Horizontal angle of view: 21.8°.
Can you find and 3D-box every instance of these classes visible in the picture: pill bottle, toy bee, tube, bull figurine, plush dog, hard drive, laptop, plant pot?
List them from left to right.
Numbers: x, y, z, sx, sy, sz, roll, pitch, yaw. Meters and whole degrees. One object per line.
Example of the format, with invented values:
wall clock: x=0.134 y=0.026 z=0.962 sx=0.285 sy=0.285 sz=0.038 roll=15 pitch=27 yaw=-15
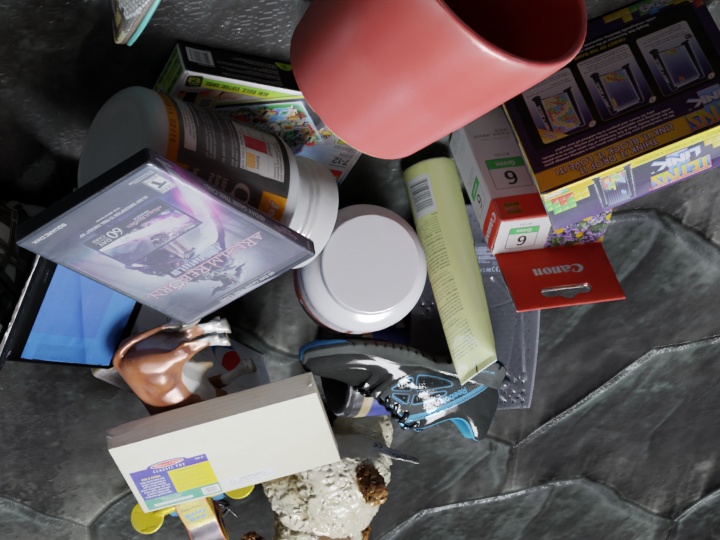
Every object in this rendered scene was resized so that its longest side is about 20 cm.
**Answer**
laptop: x=-0.239 y=0.031 z=1.591 sx=0.103 sy=0.200 sz=0.178 roll=22 pitch=109 yaw=-7
bull figurine: x=-0.157 y=0.112 z=1.746 sx=0.121 sy=0.065 sz=0.200 roll=-25 pitch=145 yaw=2
toy bee: x=-0.164 y=0.253 z=1.986 sx=0.131 sy=0.109 sz=0.200 roll=-35 pitch=140 yaw=18
pill bottle: x=-0.122 y=-0.070 z=1.537 sx=0.199 sy=0.117 sz=0.116 roll=17 pitch=130 yaw=-37
plush dog: x=-0.035 y=0.251 z=1.957 sx=0.199 sy=0.160 sz=0.173 roll=-6 pitch=124 yaw=-37
pill bottle: x=0.000 y=0.000 z=1.666 sx=0.111 sy=0.113 sz=0.200 roll=-14 pitch=178 yaw=-6
plant pot: x=0.051 y=-0.193 z=1.471 sx=0.199 sy=0.202 sz=0.177 roll=14 pitch=141 yaw=-36
pill bottle: x=0.066 y=0.084 z=1.871 sx=0.199 sy=0.112 sz=0.112 roll=-4 pitch=140 yaw=-18
tube: x=0.084 y=-0.002 z=1.698 sx=0.052 sy=0.201 sz=0.058 roll=-18 pitch=162 yaw=15
hard drive: x=0.105 y=0.033 z=1.795 sx=0.134 sy=0.042 sz=0.202 roll=-2 pitch=99 yaw=-19

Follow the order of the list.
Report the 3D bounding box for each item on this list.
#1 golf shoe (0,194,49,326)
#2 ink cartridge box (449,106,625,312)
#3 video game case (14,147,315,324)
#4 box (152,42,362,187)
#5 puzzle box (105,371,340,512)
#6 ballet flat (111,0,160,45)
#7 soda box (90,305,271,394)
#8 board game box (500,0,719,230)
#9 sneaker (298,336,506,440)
golf shoe: x=-0.320 y=-0.044 z=1.596 sx=0.094 sy=0.078 sz=0.200 roll=-38 pitch=143 yaw=-11
ink cartridge box: x=0.160 y=-0.060 z=1.657 sx=0.108 sy=0.201 sz=0.051 roll=-7 pitch=142 yaw=-15
video game case: x=-0.151 y=-0.022 z=1.477 sx=0.142 sy=0.019 sz=0.200 roll=-28 pitch=144 yaw=28
box: x=-0.086 y=-0.129 z=1.605 sx=0.199 sy=0.035 sz=0.110 roll=7 pitch=136 yaw=-30
puzzle box: x=-0.126 y=0.162 z=1.743 sx=0.199 sy=0.026 sz=0.133 roll=-15 pitch=146 yaw=0
ballet flat: x=-0.149 y=-0.258 z=1.405 sx=0.072 sy=0.072 sz=0.200 roll=15 pitch=131 yaw=-36
soda box: x=-0.174 y=0.092 z=1.818 sx=0.068 sy=0.064 sz=0.200 roll=-37 pitch=139 yaw=22
board game box: x=0.228 y=-0.144 z=1.613 sx=0.199 sy=0.166 sz=0.057 roll=-21 pitch=143 yaw=4
sneaker: x=0.037 y=0.107 z=1.724 sx=0.199 sy=0.083 sz=0.073 roll=10 pitch=180 yaw=-13
